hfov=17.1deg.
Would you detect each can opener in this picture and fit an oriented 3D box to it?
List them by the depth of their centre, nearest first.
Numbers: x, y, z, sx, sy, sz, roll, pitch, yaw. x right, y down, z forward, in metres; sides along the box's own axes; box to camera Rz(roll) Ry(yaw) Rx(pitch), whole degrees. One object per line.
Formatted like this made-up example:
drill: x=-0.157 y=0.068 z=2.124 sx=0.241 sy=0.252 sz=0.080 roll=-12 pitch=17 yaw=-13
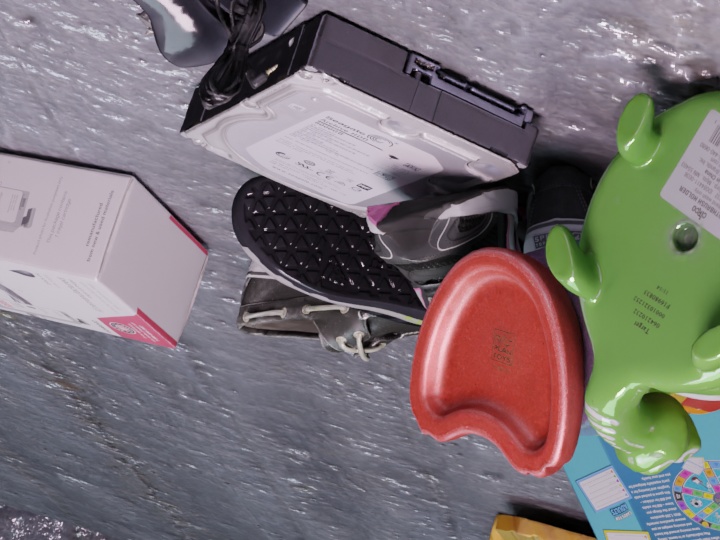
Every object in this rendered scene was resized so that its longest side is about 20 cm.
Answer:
can opener: x=-0.118 y=-0.165 z=1.160 sx=0.200 sy=0.079 sz=0.063 roll=32 pitch=-162 yaw=-34

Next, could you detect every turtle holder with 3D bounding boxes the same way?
turtle holder: x=0.183 y=0.010 z=1.175 sx=0.141 sy=0.186 sz=0.132 roll=1 pitch=171 yaw=41

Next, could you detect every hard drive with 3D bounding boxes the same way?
hard drive: x=-0.005 y=-0.080 z=1.343 sx=0.140 sy=0.038 sz=0.200 roll=23 pitch=163 yaw=-20

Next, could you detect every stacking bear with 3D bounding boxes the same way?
stacking bear: x=0.144 y=0.040 z=1.305 sx=0.200 sy=0.114 sz=0.121 roll=-2 pitch=-167 yaw=-39

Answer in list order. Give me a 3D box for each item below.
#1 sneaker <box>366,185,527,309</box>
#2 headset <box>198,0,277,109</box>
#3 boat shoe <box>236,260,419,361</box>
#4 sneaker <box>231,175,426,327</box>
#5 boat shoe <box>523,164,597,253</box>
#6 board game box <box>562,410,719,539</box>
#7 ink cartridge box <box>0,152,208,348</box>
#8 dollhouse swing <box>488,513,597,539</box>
sneaker: x=0.065 y=0.003 z=1.367 sx=0.080 sy=0.086 sz=0.200 roll=-10 pitch=173 yaw=20
headset: x=-0.064 y=-0.157 z=1.032 sx=0.123 sy=0.094 sz=0.200 roll=15 pitch=153 yaw=14
boat shoe: x=-0.001 y=0.031 z=1.671 sx=0.200 sy=0.064 sz=0.071 roll=5 pitch=160 yaw=38
sneaker: x=0.000 y=0.000 z=1.549 sx=0.200 sy=0.072 sz=0.083 roll=23 pitch=165 yaw=-18
boat shoe: x=0.136 y=-0.003 z=1.415 sx=0.069 sy=0.057 sz=0.200 roll=-5 pitch=159 yaw=11
board game box: x=0.207 y=0.142 z=1.473 sx=0.151 sy=0.047 sz=0.200 roll=-16 pitch=103 yaw=50
ink cartridge box: x=-0.232 y=-0.021 z=1.715 sx=0.200 sy=0.083 sz=0.147 roll=11 pitch=163 yaw=24
dollhouse swing: x=0.206 y=0.332 z=2.318 sx=0.200 sy=0.182 sz=0.176 roll=15 pitch=-175 yaw=12
